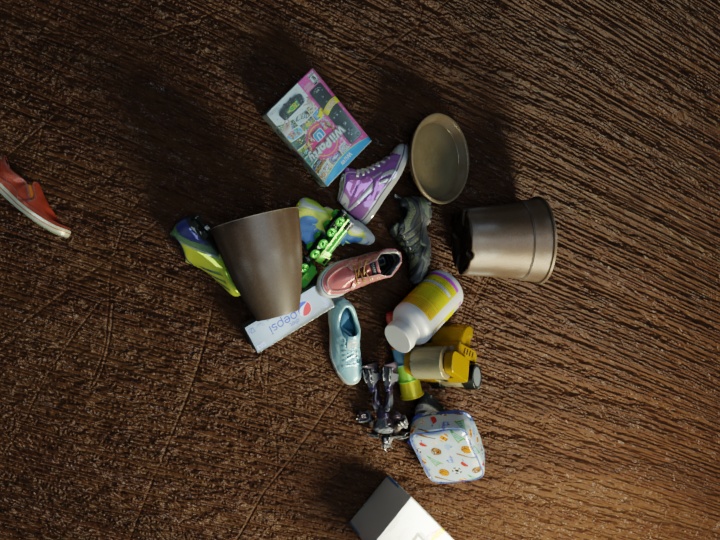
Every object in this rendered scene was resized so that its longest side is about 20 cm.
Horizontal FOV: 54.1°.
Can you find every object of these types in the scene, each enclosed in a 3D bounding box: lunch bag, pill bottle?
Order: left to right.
[{"bbox_3d":[0.140,0.094,1.583,0.199,0.103,0.106,-41,107,-35],"label":"pill bottle"},{"bbox_3d":[0.197,0.403,1.623,0.157,0.076,0.203,-10,124,21],"label":"lunch bag"}]

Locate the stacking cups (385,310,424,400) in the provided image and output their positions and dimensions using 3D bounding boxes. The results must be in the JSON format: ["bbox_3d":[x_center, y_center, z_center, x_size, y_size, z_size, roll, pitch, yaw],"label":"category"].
[{"bbox_3d":[0.102,0.195,1.631,0.059,0.060,0.205,-14,98,-17],"label":"stacking cups"}]

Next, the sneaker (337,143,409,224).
[{"bbox_3d":[0.023,-0.219,1.570,0.113,0.073,0.203,35,82,-14],"label":"sneaker"}]

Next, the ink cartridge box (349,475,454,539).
[{"bbox_3d":[0.105,0.611,1.619,0.146,0.146,0.200,-46,107,-11],"label":"ink cartridge box"}]

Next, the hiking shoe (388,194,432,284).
[{"bbox_3d":[0.108,-0.072,1.616,0.098,0.076,0.206,3,84,-11],"label":"hiking shoe"}]

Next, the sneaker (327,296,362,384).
[{"bbox_3d":[-0.031,0.163,1.572,0.072,0.082,0.205,-15,99,-16],"label":"sneaker"}]

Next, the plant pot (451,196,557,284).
[{"bbox_3d":[0.322,-0.067,1.630,0.193,0.200,0.206,-2,95,-11],"label":"plant pot"}]

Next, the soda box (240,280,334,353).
[{"bbox_3d":[-0.158,0.098,1.530,0.197,0.068,0.064,-31,101,-15],"label":"soda box"}]

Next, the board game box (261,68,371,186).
[{"bbox_3d":[-0.094,-0.307,1.526,0.148,0.064,0.201,-45,107,-10],"label":"board game box"}]

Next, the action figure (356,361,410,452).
[{"bbox_3d":[0.049,0.310,1.599,0.127,0.069,0.206,-5,91,24],"label":"action figure"}]

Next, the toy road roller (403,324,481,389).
[{"bbox_3d":[0.194,0.186,1.611,0.199,0.121,0.150,31,60,-52],"label":"toy road roller"}]

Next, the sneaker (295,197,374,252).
[{"bbox_3d":[-0.068,-0.080,1.558,0.197,0.076,0.106,25,105,-20],"label":"sneaker"}]

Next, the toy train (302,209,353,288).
[{"bbox_3d":[-0.084,-0.045,1.509,0.056,0.042,0.201,27,111,-37],"label":"toy train"}]

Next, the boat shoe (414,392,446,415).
[{"bbox_3d":[0.205,0.368,1.681,0.200,0.068,0.057,46,40,-23],"label":"boat shoe"}]

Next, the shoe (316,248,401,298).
[{"bbox_3d":[0.000,0.000,1.531,0.198,0.090,0.073,-23,96,-39],"label":"shoe"}]

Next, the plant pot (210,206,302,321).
[{"bbox_3d":[-0.191,-0.007,1.437,0.183,0.186,0.205,-15,92,-17],"label":"plant pot"}]

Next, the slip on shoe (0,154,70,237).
[{"bbox_3d":[-0.632,-0.140,1.349,0.200,0.074,0.061,45,77,-12],"label":"slip on shoe"}]

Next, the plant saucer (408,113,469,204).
[{"bbox_3d":[0.177,-0.254,1.610,0.197,0.029,0.206,-2,93,-42],"label":"plant saucer"}]

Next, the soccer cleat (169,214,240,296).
[{"bbox_3d":[-0.320,-0.023,1.479,0.083,0.065,0.202,-29,109,16],"label":"soccer cleat"}]
